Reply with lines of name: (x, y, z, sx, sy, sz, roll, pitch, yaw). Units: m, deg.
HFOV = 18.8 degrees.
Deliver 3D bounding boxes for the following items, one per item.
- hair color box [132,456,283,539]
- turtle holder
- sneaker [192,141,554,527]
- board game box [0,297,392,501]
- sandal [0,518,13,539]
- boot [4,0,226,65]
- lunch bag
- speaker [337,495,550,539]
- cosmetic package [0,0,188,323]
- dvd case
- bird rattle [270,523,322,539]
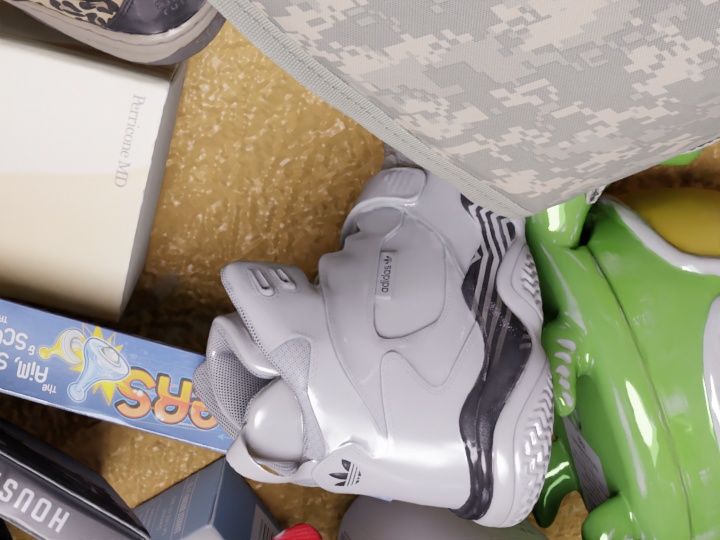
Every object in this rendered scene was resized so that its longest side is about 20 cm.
hair color box: (-0.114, 0.177, 0.959, 0.200, 0.061, 0.099, -31, 110, 17)
turtle holder: (0.118, 0.021, 0.837, 0.131, 0.141, 0.186, -19, 82, -6)
sneaker: (0.000, 0.000, 0.783, 0.114, 0.201, 0.075, 4, 140, -14)
board game box: (-0.084, 0.046, 0.854, 0.199, 0.135, 0.035, 16, 85, -3)
sandal: (-0.160, 0.113, 0.902, 0.200, 0.075, 0.045, 37, 79, 24)
boot: (-0.147, -0.145, 0.737, 0.199, 0.151, 0.073, 24, 77, 17)
lunch bag: (0.062, -0.103, 0.576, 0.164, 0.118, 0.200, -20, 137, 30)
speaker: (0.045, 0.131, 0.839, 0.081, 0.200, 0.082, -1, 96, -11)
cosmetic package: (-0.174, -0.058, 0.838, 0.199, 0.071, 0.106, 13, 109, -2)
dvd case: (-0.158, 0.063, 0.839, 0.150, 0.200, 0.025, 32, 84, -10)
bird rattle: (-0.031, 0.200, 0.825, 0.163, 0.113, 0.200, 39, 117, -2)
